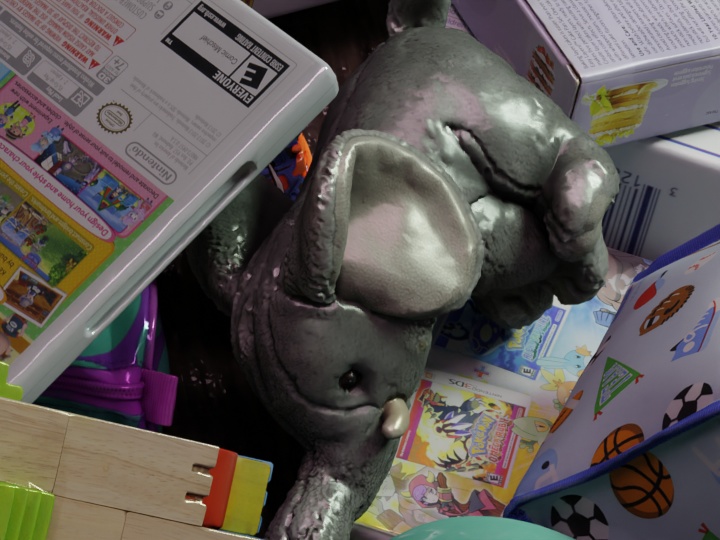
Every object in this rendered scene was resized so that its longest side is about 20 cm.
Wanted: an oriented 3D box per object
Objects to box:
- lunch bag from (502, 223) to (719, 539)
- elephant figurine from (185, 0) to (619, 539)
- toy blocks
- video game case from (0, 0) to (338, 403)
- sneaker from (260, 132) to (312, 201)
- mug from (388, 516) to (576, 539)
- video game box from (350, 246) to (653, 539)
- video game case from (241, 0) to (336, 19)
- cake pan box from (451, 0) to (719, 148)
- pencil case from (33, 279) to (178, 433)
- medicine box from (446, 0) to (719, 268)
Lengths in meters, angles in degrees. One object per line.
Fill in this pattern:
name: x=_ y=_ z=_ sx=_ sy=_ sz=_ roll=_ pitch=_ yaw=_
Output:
lunch bag: x=0.177 y=0.043 z=0.950 sx=0.124 sy=0.200 sz=0.170 roll=46 pitch=39 yaw=-12
elephant figurine: x=0.000 y=0.000 z=1.014 sx=0.155 sy=0.142 sz=0.200 roll=39 pitch=49 yaw=22
toy blocks: x=-0.085 y=0.078 z=0.865 sx=0.136 sy=0.200 sz=0.101 roll=15 pitch=84 yaw=-24
video game case: x=-0.137 y=-0.060 z=1.011 sx=0.182 sy=0.022 sz=0.200 roll=-45 pitch=59 yaw=-12
sneaker: x=-0.047 y=-0.052 z=1.099 sx=0.078 sy=0.200 sz=0.076 roll=-34 pitch=47 yaw=14
mug: x=0.037 y=0.151 z=0.916 sx=0.185 sy=0.152 sz=0.114 roll=50 pitch=43 yaw=-8
video game box: x=0.090 y=0.071 z=1.091 sx=0.181 sy=0.047 sz=0.200 roll=20 pitch=46 yaw=5
video game case: x=-0.085 y=-0.189 z=1.288 sx=0.180 sy=0.046 sz=0.200 roll=-17 pitch=42 yaw=-27
cake pan box: x=0.124 y=-0.149 z=1.163 sx=0.183 sy=0.052 sz=0.200 roll=-13 pitch=51 yaw=-25
pencil case: x=-0.175 y=0.039 z=1.034 sx=0.199 sy=0.086 sz=0.092 roll=2 pitch=3 yaw=-10
medicine box: x=0.122 y=-0.092 z=1.215 sx=0.181 sy=0.103 sz=0.200 roll=19 pitch=45 yaw=7
